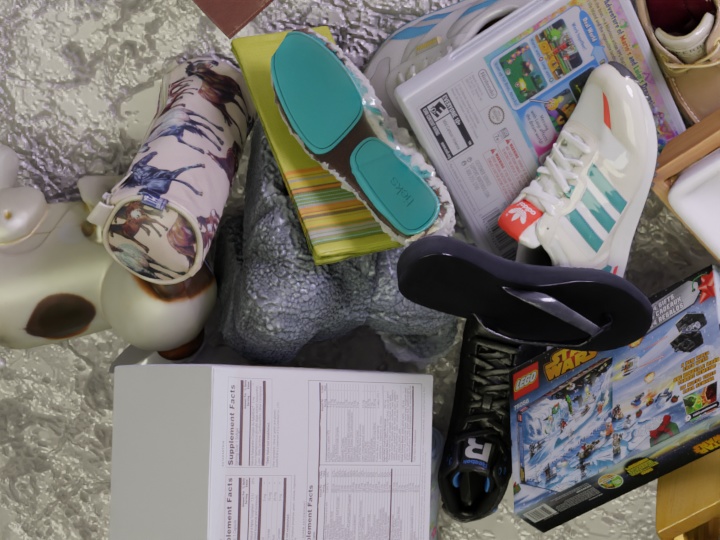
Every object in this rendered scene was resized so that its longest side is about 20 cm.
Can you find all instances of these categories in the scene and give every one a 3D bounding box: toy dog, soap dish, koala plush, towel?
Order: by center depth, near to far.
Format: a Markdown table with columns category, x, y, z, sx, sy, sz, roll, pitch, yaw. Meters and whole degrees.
| category | x | y | z | sx | sy | sz | roll | pitch | yaw |
| --- | --- | --- | --- | --- | --- | --- | --- | --- | --- |
| soap dish | 0.329 | -0.055 | 1.604 | 0.157 | 0.081 | 0.200 | -34 | 120 | 25 |
| towel | -0.029 | -0.097 | 1.637 | 0.086 | 0.200 | 0.018 | -10 | 152 | -25 |
| koala plush | 0.000 | 0.000 | 1.692 | 0.200 | 0.184 | 0.178 | 11 | 129 | -14 |
| toy dog | -0.210 | 0.000 | 1.713 | 0.200 | 0.194 | 0.140 | 8 | 128 | 14 |

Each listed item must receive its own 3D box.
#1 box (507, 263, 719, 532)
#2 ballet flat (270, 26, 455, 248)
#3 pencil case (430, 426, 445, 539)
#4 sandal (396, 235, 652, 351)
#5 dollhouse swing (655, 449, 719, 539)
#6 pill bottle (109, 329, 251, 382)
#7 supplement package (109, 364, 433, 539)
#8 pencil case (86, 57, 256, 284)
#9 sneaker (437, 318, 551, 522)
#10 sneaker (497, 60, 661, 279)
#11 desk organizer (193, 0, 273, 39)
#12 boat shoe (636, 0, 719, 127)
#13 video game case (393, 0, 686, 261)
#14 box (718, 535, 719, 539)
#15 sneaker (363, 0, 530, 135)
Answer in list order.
| category | x | y | z | sx | sy | sz | roll | pitch | yaw |
| --- | --- | --- | --- | --- | --- | --- | --- | --- | --- |
| box | 0.199 | 0.097 | 1.626 | 0.200 | 0.137 | 0.040 | -30 | 131 | 32 |
| ballet flat | 0.003 | -0.089 | 1.597 | 0.072 | 0.072 | 0.200 | -46 | 68 | 26 |
| pencil case | 0.022 | 0.220 | 1.819 | 0.083 | 0.091 | 0.200 | 22 | 123 | 32 |
| sandal | 0.118 | 0.029 | 1.572 | 0.200 | 0.043 | 0.076 | 12 | 135 | -20 |
| dollhouse swing | 0.344 | 0.177 | 1.659 | 0.176 | 0.182 | 0.200 | -12 | 134 | 23 |
| pill bottle | -0.117 | 0.137 | 1.803 | 0.112 | 0.112 | 0.200 | -30 | 105 | 23 |
| supplement package | -0.069 | 0.149 | 1.664 | 0.152 | 0.200 | 0.151 | -3 | 84 | 55 |
| pencil case | -0.139 | -0.082 | 1.666 | 0.089 | 0.200 | 0.078 | 39 | 127 | -19 |
| sneaker | 0.107 | 0.112 | 1.739 | 0.073 | 0.112 | 0.200 | 10 | 116 | 8 |
| sneaker | 0.152 | -0.054 | 1.580 | 0.093 | 0.070 | 0.200 | -9 | 126 | -27 |
| desk organizer | -0.051 | -0.269 | 1.623 | 0.200 | 0.072 | 0.077 | -38 | 104 | 25 |
| boat shoe | 0.238 | -0.178 | 1.598 | 0.074 | 0.066 | 0.200 | -19 | 111 | 19 |
| video game case | 0.141 | -0.106 | 1.603 | 0.182 | 0.024 | 0.200 | -33 | 127 | -3 |
| box | 0.366 | 0.217 | 1.590 | 0.122 | 0.200 | 0.193 | 29 | 107 | 46 |
| sneaker | 0.071 | -0.158 | 1.641 | 0.200 | 0.081 | 0.077 | -32 | 106 | 25 |
